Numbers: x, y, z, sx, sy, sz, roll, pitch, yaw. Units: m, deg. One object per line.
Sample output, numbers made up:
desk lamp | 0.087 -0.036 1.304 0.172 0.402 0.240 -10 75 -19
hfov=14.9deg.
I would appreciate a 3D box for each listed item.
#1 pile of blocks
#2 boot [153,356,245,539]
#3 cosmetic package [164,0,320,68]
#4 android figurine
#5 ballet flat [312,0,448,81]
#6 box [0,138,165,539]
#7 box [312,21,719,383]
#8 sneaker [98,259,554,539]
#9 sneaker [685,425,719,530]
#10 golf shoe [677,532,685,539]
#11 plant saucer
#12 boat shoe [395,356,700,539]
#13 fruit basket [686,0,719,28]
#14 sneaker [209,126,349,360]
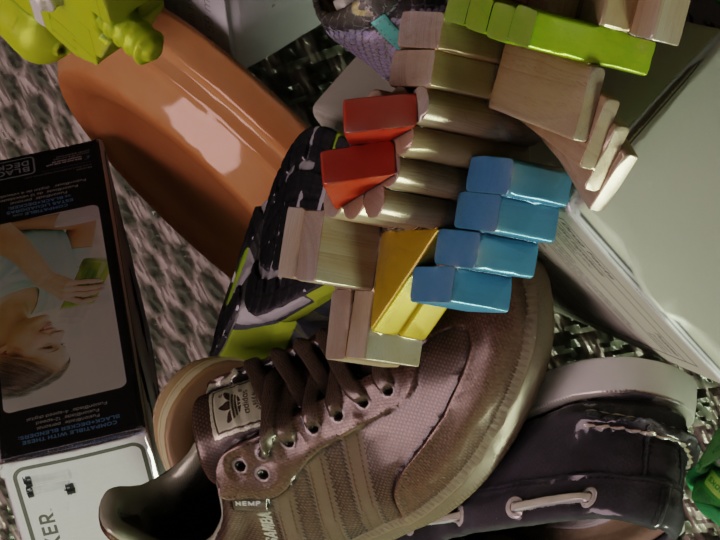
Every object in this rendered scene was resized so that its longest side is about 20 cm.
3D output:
pile of blocks | 0.031 -0.042 0.832 0.200 0.062 0.082 -61 38 28
boot | -0.038 0.089 1.121 0.200 0.073 0.155 47 174 -33
cosmetic package | -0.096 -0.175 1.139 0.200 0.074 0.102 32 141 35
android figurine | -0.141 -0.153 1.057 0.200 0.041 0.182 43 159 27
ballet flat | -0.004 -0.151 0.964 0.072 0.072 0.201 103 156 -50
box | -0.116 0.052 1.147 0.200 0.060 0.117 -105 4 -53
box | 0.074 -0.038 0.946 0.095 0.078 0.200 47 170 -27
sneaker | -0.015 0.057 0.943 0.200 0.075 0.071 -45 40 37
sneaker | 0.162 0.062 0.970 0.074 0.083 0.201 31 139 37
golf shoe | 0.103 0.153 1.072 0.200 0.091 0.076 52 -161 -55
plant saucer | -0.059 -0.041 1.165 0.200 0.037 0.200 39 167 11
boat shoe | 0.049 0.092 0.968 0.200 0.074 0.061 -32 47 48
fruit basket | 0.098 -0.131 0.886 0.185 0.094 0.200 51 152 10
sneaker | 0.000 0.000 1.017 0.081 0.074 0.200 16 169 -8
